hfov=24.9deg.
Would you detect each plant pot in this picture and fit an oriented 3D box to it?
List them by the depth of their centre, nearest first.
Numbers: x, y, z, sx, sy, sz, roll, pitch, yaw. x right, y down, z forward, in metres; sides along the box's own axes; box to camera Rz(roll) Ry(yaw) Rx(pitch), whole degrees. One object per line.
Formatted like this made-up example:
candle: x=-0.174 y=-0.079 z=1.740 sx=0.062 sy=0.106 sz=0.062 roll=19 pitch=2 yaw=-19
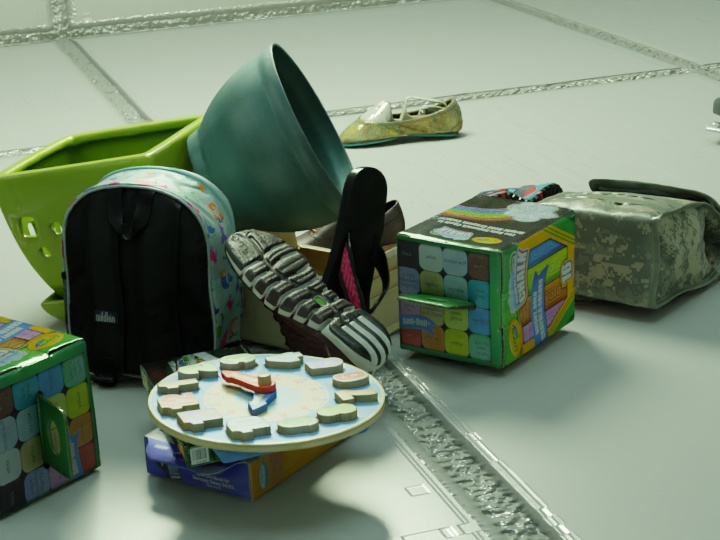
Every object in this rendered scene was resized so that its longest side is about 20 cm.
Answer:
plant pot: x=-0.101 y=-0.122 z=1.740 sx=0.133 sy=0.201 sz=0.201 roll=-27 pitch=15 yaw=10
plant pot: x=-0.261 y=-0.054 z=1.804 sx=0.197 sy=0.183 sz=0.200 roll=-7 pitch=17 yaw=19

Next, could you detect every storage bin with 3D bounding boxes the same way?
storage bin: x=-0.050 y=0.009 z=1.745 sx=0.198 sy=0.095 sz=0.198 roll=10 pitch=22 yaw=35

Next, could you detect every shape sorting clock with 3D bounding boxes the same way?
shape sorting clock: x=-0.078 y=0.105 z=1.357 sx=0.198 sy=0.040 sz=0.200 roll=-4 pitch=19 yaw=1

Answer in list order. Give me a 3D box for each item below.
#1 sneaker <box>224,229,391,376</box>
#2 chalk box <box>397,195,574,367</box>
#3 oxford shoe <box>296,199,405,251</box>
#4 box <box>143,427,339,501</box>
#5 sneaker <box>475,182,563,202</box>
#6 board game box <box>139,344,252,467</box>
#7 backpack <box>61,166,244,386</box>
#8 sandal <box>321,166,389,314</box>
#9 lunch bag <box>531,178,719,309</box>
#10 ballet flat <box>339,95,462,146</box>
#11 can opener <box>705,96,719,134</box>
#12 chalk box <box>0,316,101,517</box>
sneaker: x=-0.067 y=0.059 z=1.541 sx=0.200 sy=0.116 sz=0.075 roll=41 pitch=39 yaw=24
chalk box: x=0.116 y=0.015 z=1.633 sx=0.124 sy=0.125 sz=0.199 roll=11 pitch=24 yaw=34
oxford shoe: x=-0.040 y=-0.041 z=1.926 sx=0.198 sy=0.073 sz=0.071 roll=-12 pitch=21 yaw=-24
box: x=-0.097 y=0.145 z=1.435 sx=0.118 sy=0.042 sz=0.200 roll=9 pitch=24 yaw=33
sneaker: x=0.165 y=-0.058 z=1.973 sx=0.095 sy=0.080 sz=0.199 roll=-1 pitch=7 yaw=38
board game box: x=-0.125 y=0.115 z=1.430 sx=0.104 sy=0.024 sz=0.200 roll=-8 pitch=19 yaw=-16
backpack: x=-0.203 y=-0.003 z=1.621 sx=0.176 sy=0.202 sz=0.151 roll=2 pitch=23 yaw=17
sandal: x=0.000 y=0.000 z=1.595 sx=0.045 sy=0.202 sz=0.075 roll=14 pitch=7 yaw=39
lunch bag: x=0.302 y=-0.037 z=1.801 sx=0.163 sy=0.119 sz=0.199 roll=10 pitch=16 yaw=35
ballet flat: x=0.060 y=-0.233 z=2.502 sx=0.198 sy=0.071 sz=0.071 roll=-6 pitch=18 yaw=-9
can opener: x=0.586 y=-0.204 z=2.346 sx=0.199 sy=0.067 sz=0.052 roll=19 pitch=26 yaw=39
chalk box: x=-0.307 y=0.123 z=1.397 sx=0.199 sy=0.126 sz=0.124 roll=12 pitch=24 yaw=35
